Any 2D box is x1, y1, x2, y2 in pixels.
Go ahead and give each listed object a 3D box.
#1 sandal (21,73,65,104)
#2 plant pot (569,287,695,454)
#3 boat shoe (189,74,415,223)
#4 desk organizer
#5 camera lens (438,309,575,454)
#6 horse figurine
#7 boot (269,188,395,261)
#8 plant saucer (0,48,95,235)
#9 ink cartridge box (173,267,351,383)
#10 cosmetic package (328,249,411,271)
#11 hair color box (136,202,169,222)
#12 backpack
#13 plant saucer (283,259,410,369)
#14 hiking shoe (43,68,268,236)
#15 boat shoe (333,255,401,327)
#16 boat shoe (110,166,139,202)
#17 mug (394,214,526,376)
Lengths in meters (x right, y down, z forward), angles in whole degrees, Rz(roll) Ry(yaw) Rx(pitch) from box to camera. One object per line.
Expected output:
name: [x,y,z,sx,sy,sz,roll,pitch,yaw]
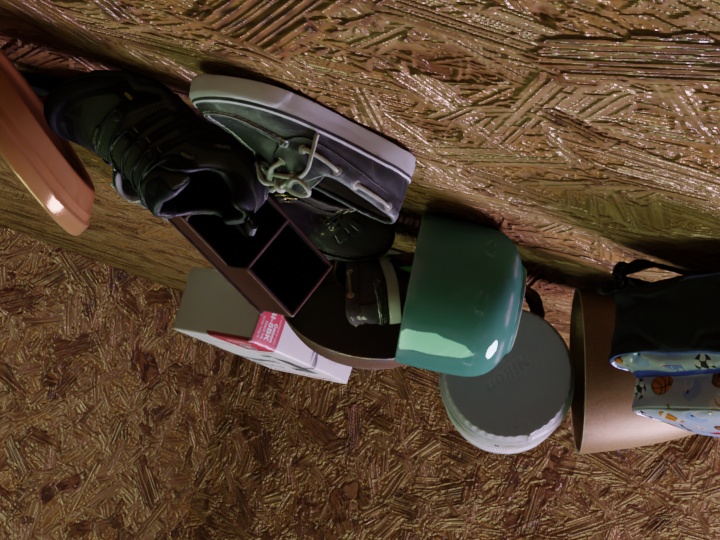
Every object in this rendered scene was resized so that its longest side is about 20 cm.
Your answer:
sandal: [-0.282,-0.150,0.907,0.198,0.046,0.075,10,171,38]
plant pot: [0.343,0.115,1.086,0.196,0.190,0.186,0,170,8]
boat shoe: [-0.048,-0.090,0.755,0.197,0.069,0.073,22,170,-33]
desk organizer: [-0.122,-0.048,0.899,0.200,0.072,0.077,48,161,-23]
camera lens: [0.175,0.136,1.160,0.157,0.162,0.200,14,169,11]
horse figurine: [0.131,0.004,1.135,0.197,0.051,0.133,18,179,6]
boot: [-0.030,-0.062,0.921,0.198,0.070,0.174,21,172,-19]
plant saucer: [-0.281,-0.122,0.801,0.201,0.037,0.200,55,174,9]
ink cartridge box: [-0.114,0.073,1.223,0.145,0.084,0.199,6,164,39]
cosmetic package: [-0.028,0.010,1.292,0.197,0.109,0.085,16,172,-9]
hair color box: [-0.155,-0.052,1.141,0.199,0.066,0.109,29,178,-38]
backpack: [0.336,0.070,0.839,0.188,0.157,0.199,8,174,-30]
plant saucer: [0.004,0.052,1.086,0.197,0.035,0.201,6,-150,-4]
hiking shoe: [-0.164,-0.095,0.772,0.197,0.076,0.101,19,-144,-8]
boat shoe: [0.000,0.000,1.066,0.060,0.073,0.202,-9,-157,-5]
boat shoe: [-0.233,-0.107,0.994,0.071,0.072,0.200,24,168,-9]
mug: [0.106,0.021,0.982,0.112,0.154,0.186,11,-148,4]
